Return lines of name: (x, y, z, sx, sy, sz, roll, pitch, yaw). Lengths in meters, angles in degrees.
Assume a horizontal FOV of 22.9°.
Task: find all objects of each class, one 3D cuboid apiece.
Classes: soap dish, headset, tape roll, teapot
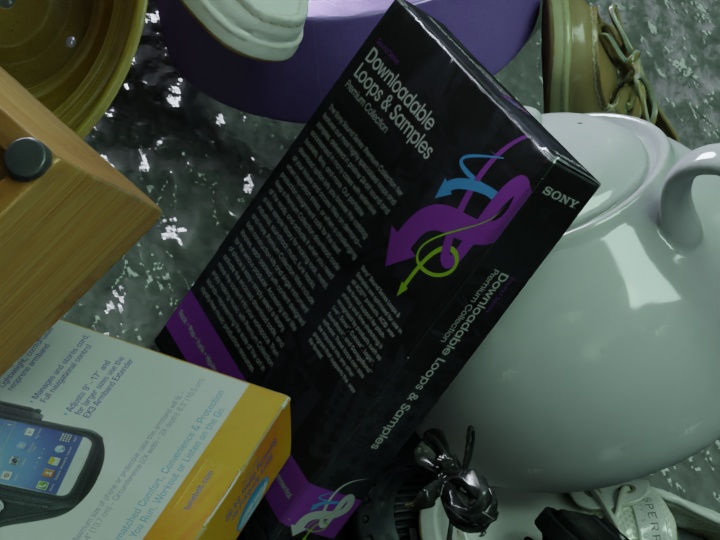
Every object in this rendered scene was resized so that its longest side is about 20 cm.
soap dish: (-0.199, -0.005, 0.656, 0.157, 0.081, 0.200, 40, 78, 22)
headset: (0.072, 0.150, 0.731, 0.123, 0.094, 0.200, -31, 113, -8)
tape roll: (-0.008, -0.161, 0.910, 0.200, 0.066, 0.200, -3, 43, 3)
teapot: (0.092, -0.006, 0.792, 0.197, 0.200, 0.146, -98, 169, -61)

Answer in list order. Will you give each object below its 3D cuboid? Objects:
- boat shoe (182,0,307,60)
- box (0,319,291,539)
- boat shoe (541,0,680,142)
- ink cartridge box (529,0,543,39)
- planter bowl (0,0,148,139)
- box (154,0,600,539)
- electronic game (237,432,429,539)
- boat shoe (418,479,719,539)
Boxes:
boat shoe: (-0.058, -0.191, 0.797, 0.071, 0.069, 0.200, 4, 60, -44)
box: (-0.142, 0.070, 0.705, 0.200, 0.042, 0.119, 16, 44, 19)
boat shoe: (0.135, -0.094, 0.956, 0.200, 0.063, 0.073, 45, 45, -69)
ink cartridge box: (0.074, -0.249, 1.060, 0.067, 0.116, 0.200, 2, 60, -32)
planter bowl: (-0.175, -0.128, 0.802, 0.200, 0.200, 0.083, 53, 12, 8)
box: (0.000, 0.000, 0.758, 0.036, 0.200, 0.143, 21, 22, -39)
electronic game: (0.031, 0.125, 0.831, 0.200, 0.042, 0.200, 18, 52, -24)
boat shoe: (0.118, 0.124, 0.825, 0.200, 0.069, 0.071, 12, 60, -36)
